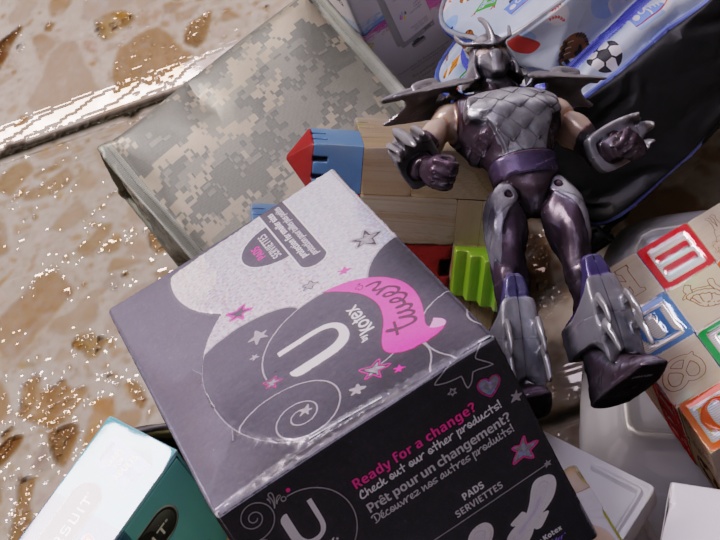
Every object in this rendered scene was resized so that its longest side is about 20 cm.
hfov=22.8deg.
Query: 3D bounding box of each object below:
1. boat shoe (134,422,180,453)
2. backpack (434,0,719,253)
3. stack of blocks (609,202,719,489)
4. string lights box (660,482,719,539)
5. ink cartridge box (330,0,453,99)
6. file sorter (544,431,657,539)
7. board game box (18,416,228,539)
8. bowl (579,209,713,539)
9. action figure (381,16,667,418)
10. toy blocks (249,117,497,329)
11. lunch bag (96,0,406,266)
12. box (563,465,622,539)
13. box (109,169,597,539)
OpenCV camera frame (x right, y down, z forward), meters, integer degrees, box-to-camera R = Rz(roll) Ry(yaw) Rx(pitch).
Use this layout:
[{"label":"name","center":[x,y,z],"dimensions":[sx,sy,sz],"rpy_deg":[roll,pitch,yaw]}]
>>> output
[{"label":"boat shoe","center":[-0.047,0.117,0.970],"dimensions":[0.198,0.065,0.074],"rpy_deg":[-4,52,15]},{"label":"backpack","center":[0.128,-0.123,1.007],"dimensions":[0.199,0.155,0.190],"rpy_deg":[-36,17,-12]},{"label":"stack of blocks","center":[0.225,0.008,0.853],"dimensions":[0.199,0.059,0.115],"rpy_deg":[-31,51,-1]},{"label":"string lights box","center":[0.162,0.183,0.757],"dimensions":[0.059,0.200,0.103],"rpy_deg":[7,60,25]},{"label":"ink cartridge box","center":[-0.003,-0.195,1.087],"dimensions":[0.067,0.200,0.117],"rpy_deg":[-34,51,-5]},{"label":"file sorter","center":[0.041,0.181,0.854],"dimensions":[0.138,0.125,0.200],"rpy_deg":[25,68,32]},{"label":"board game box","center":[-0.110,0.186,0.861],"dimensions":[0.047,0.200,0.151],"rpy_deg":[22,66,32]},{"label":"bowl","center":[0.206,0.046,0.919],"dimensions":[0.198,0.075,0.201],"rpy_deg":[-3,57,20]},{"label":"action figure","center":[0.082,-0.033,0.842],"dimensions":[0.129,0.069,0.201],"rpy_deg":[-10,69,-6]},{"label":"toy blocks","center":[0.000,0.000,0.926],"dimensions":[0.135,0.202,0.100],"rpy_deg":[3,22,-7]},{"label":"lunch bag","center":[-0.023,-0.031,1.031],"dimensions":[0.164,0.118,0.200],"rpy_deg":[-38,78,-8]},{"label":"box","center":[0.027,0.168,0.759],"dimensions":[0.199,0.050,0.075],"rpy_deg":[-32,52,-1]},{"label":"box","center":[-0.010,0.060,0.769],"dimensions":[0.132,0.115,0.200],"rpy_deg":[-33,30,-5]}]
